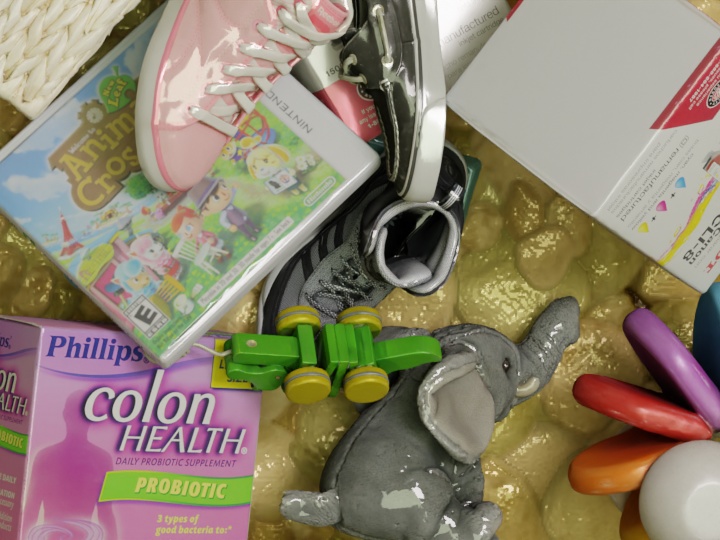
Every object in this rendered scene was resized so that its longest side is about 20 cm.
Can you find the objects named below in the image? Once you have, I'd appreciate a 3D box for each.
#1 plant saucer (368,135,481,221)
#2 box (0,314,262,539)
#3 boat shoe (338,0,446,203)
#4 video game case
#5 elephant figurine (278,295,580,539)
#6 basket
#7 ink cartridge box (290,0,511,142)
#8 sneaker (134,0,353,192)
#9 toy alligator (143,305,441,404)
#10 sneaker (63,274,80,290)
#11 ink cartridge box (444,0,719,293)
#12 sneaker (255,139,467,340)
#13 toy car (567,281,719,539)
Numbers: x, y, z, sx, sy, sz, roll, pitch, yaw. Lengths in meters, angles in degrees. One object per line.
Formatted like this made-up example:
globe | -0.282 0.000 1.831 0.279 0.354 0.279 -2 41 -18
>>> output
plant saucer | -0.017 -0.070 1.727 0.200 0.019 0.070 16 94 -11
box | -0.167 0.135 1.646 0.176 0.097 0.200 6 90 -36
boat shoe | 0.016 -0.142 1.607 0.064 0.071 0.200 -3 86 -13
video game case | -0.120 -0.065 1.617 0.182 0.022 0.200 43 75 13
elephant figurine | 0.053 0.093 1.709 0.141 0.155 0.200 14 86 17
basket | -0.203 -0.207 1.624 0.123 0.136 0.200 40 89 -13
ink cartridge box | -0.001 -0.202 1.675 0.146 0.083 0.200 -30 98 -9
sneaker | -0.069 -0.140 1.563 0.105 0.075 0.200 15 84 30
toy alligator | -0.048 0.062 1.633 0.200 0.054 0.059 0 56 -14
sneaker | -0.141 -0.075 1.668 0.076 0.081 0.200 22 91 9
ink cartridge box | 0.184 -0.101 1.634 0.145 0.200 0.145 40 96 31
sneaker | 0.000 0.000 1.677 0.075 0.114 0.200 37 102 -16
toy car | 0.225 0.094 1.703 0.150 0.175 0.200 43 89 -9
